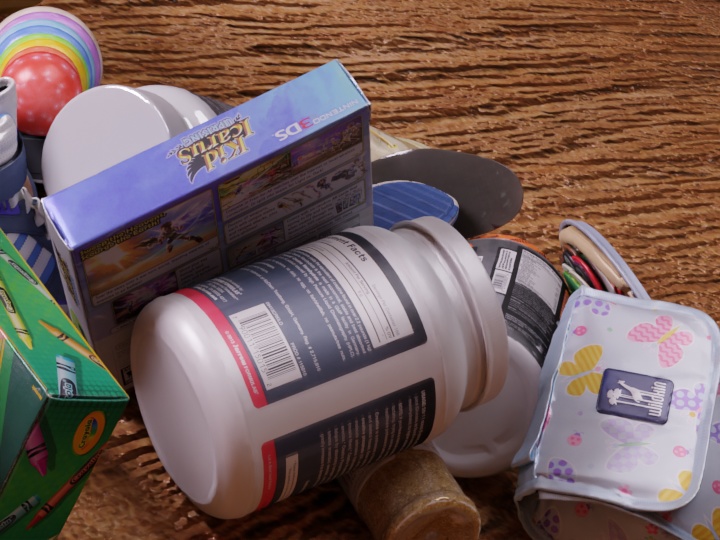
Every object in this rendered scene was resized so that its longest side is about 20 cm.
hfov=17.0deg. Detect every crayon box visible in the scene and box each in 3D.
[{"bbox_3d":[-0.219,0.056,1.346,0.058,0.119,0.200,5,33,-44],"label":"crayon box"}]

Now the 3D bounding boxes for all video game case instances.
[{"bbox_3d":[-0.087,-0.023,1.470,0.200,0.181,0.045,-26,62,-14],"label":"video game case"}]

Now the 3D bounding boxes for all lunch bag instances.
[{"bbox_3d":[0.200,0.124,1.579,0.200,0.127,0.170,34,51,-17],"label":"lunch bag"}]

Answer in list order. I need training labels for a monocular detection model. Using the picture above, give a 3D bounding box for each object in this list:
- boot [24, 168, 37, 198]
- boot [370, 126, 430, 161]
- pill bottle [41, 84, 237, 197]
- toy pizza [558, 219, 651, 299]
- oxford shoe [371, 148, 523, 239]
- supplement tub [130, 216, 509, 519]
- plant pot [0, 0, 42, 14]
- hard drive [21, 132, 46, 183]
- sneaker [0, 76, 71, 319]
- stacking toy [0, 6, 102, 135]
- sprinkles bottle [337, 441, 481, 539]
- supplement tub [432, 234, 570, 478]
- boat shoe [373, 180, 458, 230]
[{"bbox_3d":[-0.301,-0.096,1.621,0.097,0.075,0.200,6,34,-48],"label":"boot"},{"bbox_3d":[-0.019,-0.078,1.906,0.200,0.073,0.155,35,23,17],"label":"boot"},{"bbox_3d":[-0.115,-0.059,1.564,0.114,0.114,0.200,39,11,23],"label":"pill bottle"},{"bbox_3d":[0.192,0.054,1.756,0.200,0.032,0.200,59,-6,11],"label":"toy pizza"},{"bbox_3d":[0.032,-0.052,1.818,0.199,0.072,0.071,-4,-4,20],"label":"oxford shoe"},{"bbox_3d":[-0.026,0.055,1.459,0.200,0.141,0.140,-20,47,-24],"label":"supplement tub"},{"bbox_3d":[-0.313,-0.276,1.849,0.201,0.201,0.189,36,9,16],"label":"plant pot"},{"bbox_3d":[-0.169,-0.089,1.731,0.139,0.033,0.200,5,11,30],"label":"hard drive"},{"bbox_3d":[-0.220,-0.048,1.518,0.200,0.147,0.081,6,28,-41],"label":"sneaker"},{"bbox_3d":[-0.214,-0.129,1.610,0.085,0.086,0.200,25,5,-10],"label":"stacking toy"},{"bbox_3d":[0.008,0.111,1.558,0.068,0.068,0.200,12,29,-34],"label":"sprinkles bottle"},{"bbox_3d":[0.087,0.053,1.698,0.122,0.123,0.200,28,22,-2],"label":"supplement tub"},{"bbox_3d":[0.000,0.000,1.707,0.072,0.073,0.200,26,37,24],"label":"boat shoe"}]
